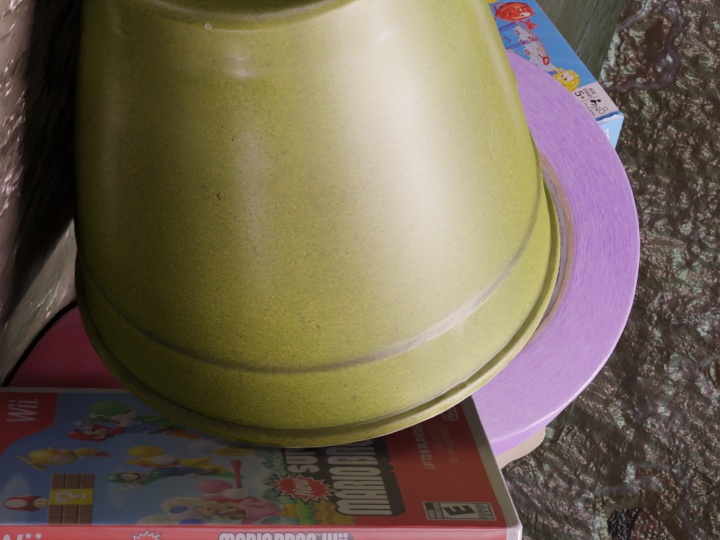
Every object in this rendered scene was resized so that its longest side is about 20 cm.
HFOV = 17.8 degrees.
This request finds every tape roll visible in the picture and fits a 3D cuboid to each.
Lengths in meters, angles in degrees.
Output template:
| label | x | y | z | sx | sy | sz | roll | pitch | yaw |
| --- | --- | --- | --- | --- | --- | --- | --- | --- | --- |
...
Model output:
| label | x | y | z | sx | sy | sz | roll | pitch | yaw |
| --- | --- | --- | --- | --- | --- | --- | --- | --- | --- |
| tape roll | 0.027 | -0.008 | 1.081 | 0.066 | 0.200 | 0.200 | 114 | 0 | -75 |

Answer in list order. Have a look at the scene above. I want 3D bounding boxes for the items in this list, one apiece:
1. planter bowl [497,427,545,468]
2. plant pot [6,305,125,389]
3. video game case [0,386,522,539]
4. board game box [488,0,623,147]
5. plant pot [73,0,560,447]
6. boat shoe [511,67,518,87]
| label | x | y | z | sx | sy | sz | roll | pitch | yaw |
| --- | --- | --- | --- | --- | --- | --- | --- | --- | --- |
| planter bowl | -0.012 | 0.061 | 1.282 | 0.135 | 0.200 | 0.200 | -39 | 163 | -15 |
| plant pot | -0.076 | 0.136 | 1.022 | 0.200 | 0.179 | 0.200 | 22 | 90 | -81 |
| video game case | -0.047 | 0.077 | 0.885 | 0.143 | 0.200 | 0.017 | -106 | -162 | -72 |
| board game box | 0.052 | -0.083 | 1.266 | 0.056 | 0.196 | 0.200 | -22 | 151 | -21 |
| plant pot | -0.027 | -0.071 | 0.876 | 0.193 | 0.200 | 0.200 | 82 | 28 | -48 |
| boat shoe | -0.023 | -0.041 | 1.015 | 0.201 | 0.073 | 0.063 | -22 | 170 | -13 |
